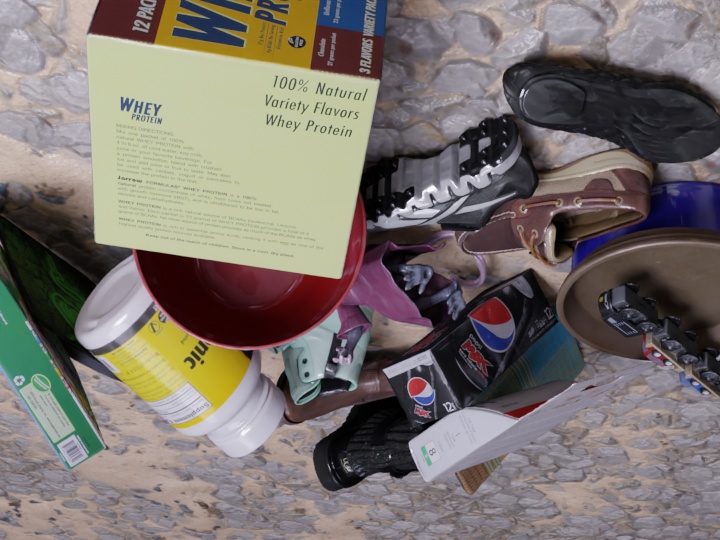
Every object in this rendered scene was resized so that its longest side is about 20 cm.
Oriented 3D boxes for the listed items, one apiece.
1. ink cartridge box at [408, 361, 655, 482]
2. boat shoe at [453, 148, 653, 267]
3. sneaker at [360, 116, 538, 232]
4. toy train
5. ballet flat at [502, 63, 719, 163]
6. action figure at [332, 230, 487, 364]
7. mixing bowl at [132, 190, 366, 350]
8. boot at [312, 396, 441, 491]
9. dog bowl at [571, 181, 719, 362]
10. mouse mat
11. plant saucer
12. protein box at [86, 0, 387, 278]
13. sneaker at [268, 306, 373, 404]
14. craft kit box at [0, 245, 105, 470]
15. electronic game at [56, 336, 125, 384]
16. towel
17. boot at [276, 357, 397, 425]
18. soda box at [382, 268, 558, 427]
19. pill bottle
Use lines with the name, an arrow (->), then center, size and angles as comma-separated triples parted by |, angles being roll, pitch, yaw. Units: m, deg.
ink cartridge box -> 0.162, 0.123, 1.073 | 0.160, 0.051, 0.200 | -7, 152, -47
boat shoe -> 0.167, -0.042, 1.021 | 0.198, 0.073, 0.072 | -16, 142, 31
sneaker -> 0.071, -0.063, 1.010 | 0.198, 0.067, 0.090 | -20, 138, 32
toy train -> 0.271, 0.067, 1.011 | 0.045, 0.035, 0.199 | -20, 140, 40
ballet flat -> 0.206, -0.132, 0.910 | 0.197, 0.057, 0.067 | 12, 121, -19
action figure -> 0.000, 0.000, 1.124 | 0.198, 0.149, 0.135 | 1, 125, 44
mixing bowl -> -0.097, -0.026, 1.007 | 0.196, 0.204, 0.108 | 8, 170, -4
boot -> 0.056, 0.179, 1.302 | 0.156, 0.211, 0.080 | -23, 98, 31
dog bowl -> 0.296, 0.006, 1.072 | 0.196, 0.080, 0.201 | 4, 148, 2
mouse mat -> -0.287, 0.028, 1.126 | 0.008, 0.200, 0.161 | -42, 134, 4
plant saucer -> 0.270, 0.021, 0.997 | 0.196, 0.030, 0.201 | 5, 149, 3
protein box -> -0.090, -0.122, 0.850 | 0.195, 0.136, 0.202 | 8, 139, -4
sneaker -> -0.089, 0.077, 1.210 | 0.197, 0.120, 0.074 | 3, 150, 8
craft kit box -> -0.312, 0.056, 1.048 | 0.048, 0.197, 0.202 | -31, 117, -13
electronic game -> -0.252, 0.088, 1.246 | 0.197, 0.042, 0.200 | 24, 180, 0
towel -> 0.164, 0.139, 1.230 | 0.022, 0.200, 0.147 | 36, 166, 33
boot -> 0.026, 0.119, 1.259 | 0.197, 0.065, 0.186 | -9, -176, 27
soda box -> 0.110, 0.071, 1.104 | 0.070, 0.199, 0.064 | -27, 94, 42
pill bottle -> -0.163, 0.084, 1.080 | 0.110, 0.112, 0.200 | -20, 125, 36
